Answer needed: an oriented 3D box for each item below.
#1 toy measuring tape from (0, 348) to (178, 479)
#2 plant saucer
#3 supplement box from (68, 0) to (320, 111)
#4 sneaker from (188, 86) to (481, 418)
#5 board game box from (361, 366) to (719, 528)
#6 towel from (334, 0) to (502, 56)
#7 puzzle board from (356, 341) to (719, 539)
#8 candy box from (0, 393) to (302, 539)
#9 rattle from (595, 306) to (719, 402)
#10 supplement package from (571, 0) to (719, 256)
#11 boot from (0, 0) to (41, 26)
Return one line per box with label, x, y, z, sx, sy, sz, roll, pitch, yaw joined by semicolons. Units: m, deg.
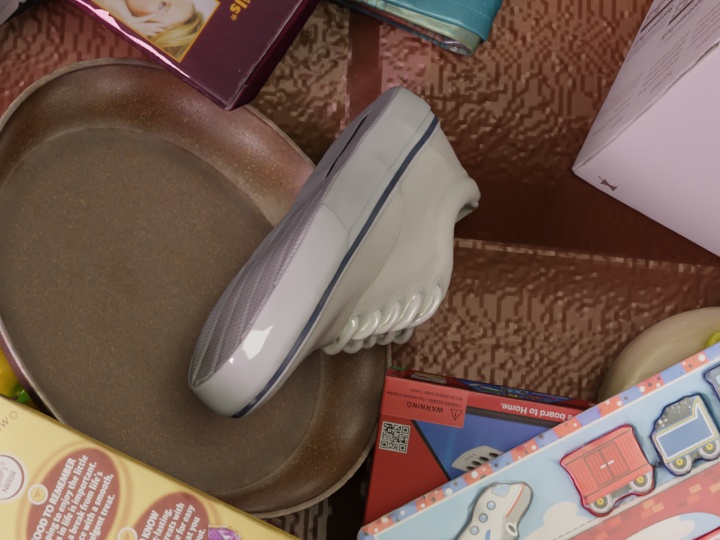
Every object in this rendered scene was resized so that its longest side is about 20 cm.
toy measuring tape;-0.095;0.112;1.065;0.074;0.074;0.200;-39;89;-17
plant saucer;-0.074;0.010;1.072;0.200;0.032;0.201;23;52;-32
supplement box;-0.099;-0.167;1.094;0.200;0.086;0.110;35;99;-1
sneaker;0.000;0.000;1.070;0.071;0.073;0.200;43;43;-8
board game box;0.101;0.106;1.076;0.200;0.019;0.103;10;104;4
towel;0.016;-0.207;1.186;0.146;0.022;0.200;21;73;-7
puzzle board;0.120;0.122;1.041;0.200;0.017;0.151;-27;83;1
candy box;-0.067;0.114;0.980;0.200;0.117;0.057;26;75;-13
rattle;0.144;0.092;1.089;0.200;0.143;0.130;-34;105;-23
supplement package;0.202;-0.073;1.102;0.156;0.200;0.111;29;73;-5
boot;-0.200;-0.126;1.050;0.200;0.068;0.131;-39;94;22
